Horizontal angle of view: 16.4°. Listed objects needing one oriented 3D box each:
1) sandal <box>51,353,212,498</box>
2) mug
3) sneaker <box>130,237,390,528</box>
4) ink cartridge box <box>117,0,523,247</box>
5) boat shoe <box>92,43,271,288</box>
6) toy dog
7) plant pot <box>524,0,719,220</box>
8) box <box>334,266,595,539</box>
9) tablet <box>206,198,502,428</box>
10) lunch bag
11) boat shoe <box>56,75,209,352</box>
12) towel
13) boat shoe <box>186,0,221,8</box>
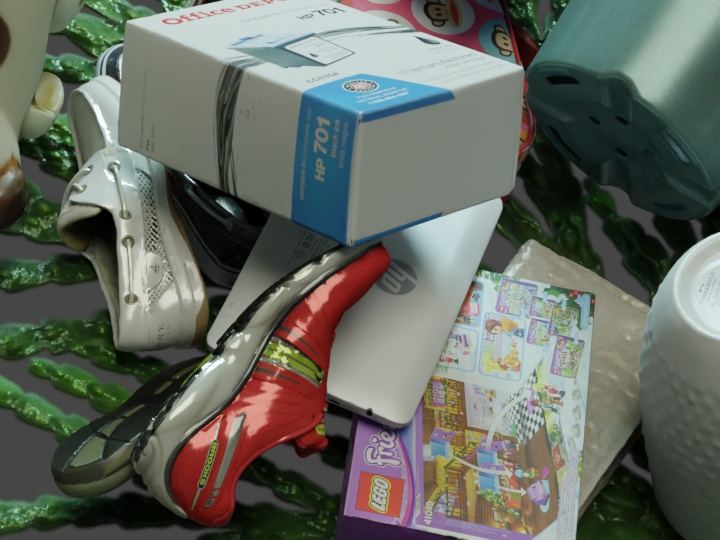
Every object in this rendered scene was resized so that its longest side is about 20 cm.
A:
[{"bbox_3d":[-0.100,0.092,1.463,0.200,0.079,0.058,-32,106,-41],"label":"sandal"},{"bbox_3d":[0.249,0.047,1.479,0.147,0.176,0.200,23,59,30],"label":"mug"},{"bbox_3d":[-0.044,0.063,1.404,0.085,0.077,0.200,44,69,-6],"label":"sneaker"},{"bbox_3d":[-0.025,-0.095,1.477,0.199,0.087,0.146,25,30,37],"label":"ink cartridge box"},{"bbox_3d":[-0.110,-0.082,1.593,0.071,0.068,0.201,-15,57,-25],"label":"boat shoe"},{"bbox_3d":[-0.236,-0.119,1.525,0.139,0.194,0.202,16,82,-18],"label":"toy dog"},{"bbox_3d":[0.216,-0.153,1.597,0.200,0.200,0.196,34,72,14],"label":"plant pot"},{"bbox_3d":[0.064,0.086,1.481,0.136,0.039,0.201,13,51,-3],"label":"box"},{"bbox_3d":[0.000,0.000,1.501,0.129,0.014,0.201,22,49,5],"label":"tablet"},{"bbox_3d":[0.042,-0.135,1.666,0.175,0.082,0.201,3,51,-13],"label":"lunch bag"},{"bbox_3d":[-0.155,-0.037,1.543,0.069,0.071,0.201,-9,56,-23],"label":"boat shoe"},{"bbox_3d":[0.111,0.075,1.548,0.132,0.035,0.200,32,52,13],"label":"towel"},{"bbox_3d":[-0.060,-0.211,1.634,0.059,0.072,0.201,30,84,-37],"label":"boat shoe"}]
